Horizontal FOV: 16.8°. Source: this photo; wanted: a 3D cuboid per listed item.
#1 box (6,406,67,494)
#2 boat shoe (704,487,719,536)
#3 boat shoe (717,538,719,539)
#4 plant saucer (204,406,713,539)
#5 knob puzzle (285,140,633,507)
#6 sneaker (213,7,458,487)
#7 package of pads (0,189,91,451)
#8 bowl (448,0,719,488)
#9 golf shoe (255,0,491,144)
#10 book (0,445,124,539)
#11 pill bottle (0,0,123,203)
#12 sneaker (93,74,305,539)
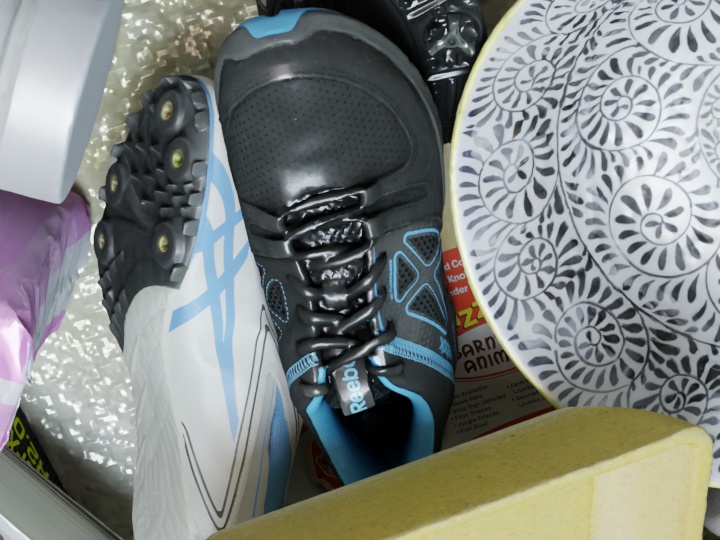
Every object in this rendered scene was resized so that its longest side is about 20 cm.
[{"bbox_3d":[-0.213,0.128,1.010,0.199,0.044,0.161,-19,113,15],"label":"box"},{"bbox_3d":[0.205,0.040,0.901,0.072,0.076,0.200,33,121,-24],"label":"boat shoe"},{"bbox_3d":[0.222,0.103,0.929,0.199,0.072,0.068,-25,113,20],"label":"boat shoe"},{"bbox_3d":[0.022,0.128,0.877,0.198,0.049,0.201,-18,142,-11],"label":"plant saucer"},{"bbox_3d":[0.011,0.024,0.939,0.217,0.031,0.222,2,114,5],"label":"knob puzzle"},{"bbox_3d":[0.000,0.000,0.840,0.073,0.082,0.201,-11,131,10],"label":"sneaker"},{"bbox_3d":[-0.206,-0.006,0.901,0.198,0.121,0.076,16,112,-1],"label":"package of pads"},{"bbox_3d":[0.139,-0.033,0.848,0.199,0.094,0.202,11,116,23],"label":"bowl"},{"bbox_3d":[-0.010,-0.128,0.840,0.077,0.095,0.201,-19,127,12],"label":"golf shoe"},{"bbox_3d":[-0.137,0.156,0.966,0.200,0.048,0.134,41,117,-13],"label":"book"},{"bbox_3d":[-0.189,-0.091,0.862,0.198,0.113,0.114,17,117,-2],"label":"pill bottle"},{"bbox_3d":[-0.053,0.025,0.902,0.072,0.072,0.202,-13,109,-32],"label":"sneaker"}]
